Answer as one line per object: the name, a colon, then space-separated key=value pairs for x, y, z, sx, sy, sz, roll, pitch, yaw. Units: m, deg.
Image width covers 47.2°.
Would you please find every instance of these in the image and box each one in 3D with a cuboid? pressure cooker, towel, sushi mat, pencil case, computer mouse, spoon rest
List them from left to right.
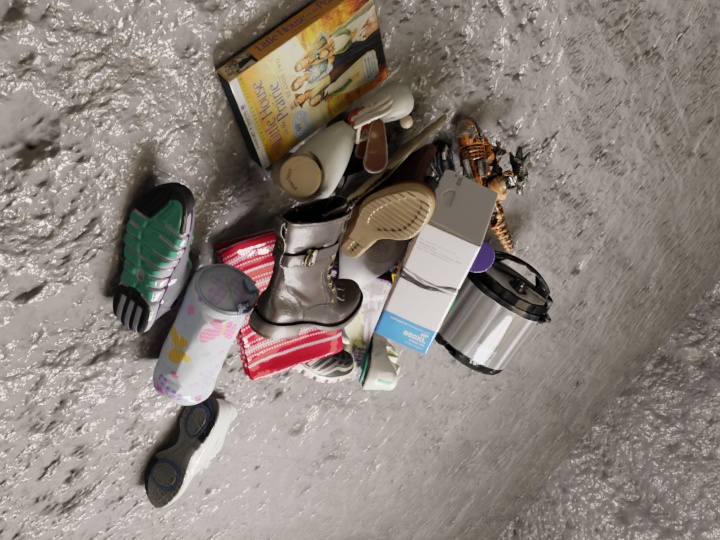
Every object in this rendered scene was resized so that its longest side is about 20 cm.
pencil case: x=-0.197 y=0.082 z=1.039 sx=0.090 sy=0.083 sz=0.201 roll=-22 pitch=151 yaw=-48
towel: x=-0.102 y=0.040 z=1.086 sx=0.143 sy=0.022 sz=0.202 roll=-16 pitch=116 yaw=-14
computer mouse: x=-0.025 y=-0.126 z=1.098 sx=0.058 sy=0.034 sz=0.201 roll=-13 pitch=143 yaw=-23
spoon rest: x=0.000 y=0.000 z=1.162 sx=0.099 sy=0.061 sz=0.201 roll=23 pitch=96 yaw=-19
sushi mat: x=0.046 y=-0.142 z=1.062 sx=0.095 sy=0.012 sz=0.200 roll=-33 pitch=-170 yaw=38
computer mouse: x=0.078 y=-0.090 z=1.236 sx=0.200 sy=0.053 sz=0.139 roll=-39 pitch=149 yaw=-14
pressure cooker: x=0.240 y=0.065 z=1.489 sx=0.175 sy=0.179 sz=0.201 roll=7 pitch=121 yaw=-50

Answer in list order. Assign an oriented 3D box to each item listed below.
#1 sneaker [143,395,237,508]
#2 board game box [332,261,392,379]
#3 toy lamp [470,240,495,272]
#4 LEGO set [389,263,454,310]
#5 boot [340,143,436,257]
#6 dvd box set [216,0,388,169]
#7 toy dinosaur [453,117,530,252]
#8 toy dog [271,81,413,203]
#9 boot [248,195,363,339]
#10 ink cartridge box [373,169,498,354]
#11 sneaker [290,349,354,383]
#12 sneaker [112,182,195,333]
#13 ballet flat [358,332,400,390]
sneaker: x=-0.249 y=0.276 z=1.235 sx=0.201 sy=0.074 sz=0.087 roll=-53 pitch=153 yaw=11
board game box: x=-0.037 y=0.077 z=1.252 sx=0.119 sy=0.032 sz=0.201 roll=13 pitch=124 yaw=-10
toy lamp: x=0.169 y=-0.061 z=1.275 sx=0.059 sy=0.058 sz=0.200 roll=-61 pitch=-171 yaw=22
LEGO set: x=0.077 y=0.018 z=1.335 sx=0.154 sy=0.115 sz=0.201 roll=-60 pitch=153 yaw=-29
boot: x=0.054 y=-0.109 z=1.039 sx=0.200 sy=0.072 sz=0.167 roll=-31 pitch=-156 yaw=56
dvd box set: x=-0.059 y=-0.224 z=0.940 sx=0.200 sy=0.029 sz=0.147 roll=-39 pitch=148 yaw=-15
toy dinosaur: x=0.189 y=-0.131 z=1.247 sx=0.136 sy=0.101 sz=0.202 roll=-33 pitch=127 yaw=-58
toy dog: x=-0.013 y=-0.130 z=0.979 sx=0.199 sy=0.097 sz=0.132 roll=-29 pitch=-163 yaw=19
boot: x=-0.043 y=-0.010 z=0.984 sx=0.199 sy=0.069 sz=0.175 roll=-17 pitch=137 yaw=-49
ink cartridge box: x=0.102 y=-0.012 z=1.115 sx=0.145 sy=0.084 sz=0.201 roll=-63 pitch=176 yaw=-52
sneaker: x=-0.078 y=0.098 z=1.199 sx=0.199 sy=0.074 sz=0.088 roll=25 pitch=105 yaw=-32
sneaker: x=-0.223 y=-0.024 z=0.949 sx=0.087 sy=0.074 sz=0.201 roll=-35 pitch=158 yaw=-57
ballet flat: x=0.032 y=0.147 z=1.332 sx=0.070 sy=0.069 sz=0.200 roll=-53 pitch=-172 yaw=11
